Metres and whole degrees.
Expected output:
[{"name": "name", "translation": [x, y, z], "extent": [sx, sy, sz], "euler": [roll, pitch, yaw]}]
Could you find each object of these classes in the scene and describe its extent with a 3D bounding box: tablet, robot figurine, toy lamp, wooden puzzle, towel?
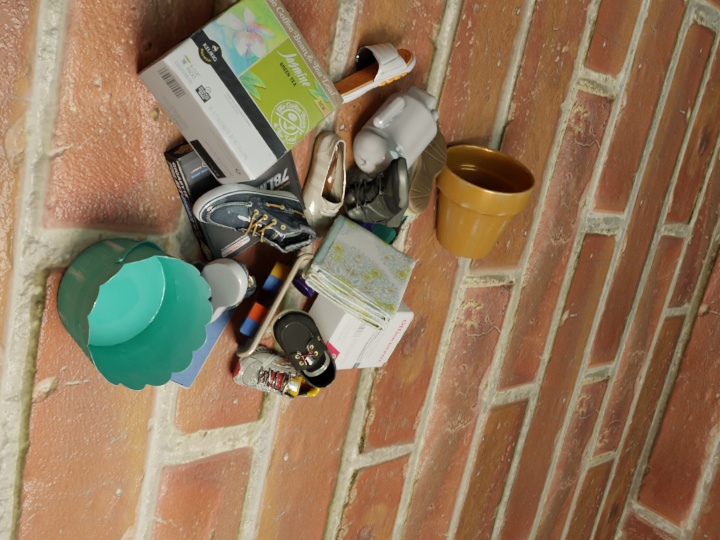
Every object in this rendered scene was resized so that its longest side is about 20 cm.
[{"name": "tablet", "translation": [-0.284, 0.092, 1.231], "extent": [0.130, 0.014, 0.201], "euler": [36, 80, -47]}, {"name": "robot figurine", "translation": [0.063, -0.244, 1.350], "extent": [0.200, 0.112, 0.170], "euler": [-51, 151, -16]}, {"name": "toy lamp", "translation": [-0.044, -0.036, 1.380], "extent": [0.200, 0.058, 0.058], "euler": [-49, 135, -18]}, {"name": "wooden puzzle", "translation": [-0.157, 0.049, 1.249], "extent": [0.046, 0.185, 0.201], "euler": [33, 84, -7]}, {"name": "towel", "translation": [0.000, 0.000, 1.286], "extent": [0.048, 0.170, 0.201], "euler": [-53, -173, 38]}]

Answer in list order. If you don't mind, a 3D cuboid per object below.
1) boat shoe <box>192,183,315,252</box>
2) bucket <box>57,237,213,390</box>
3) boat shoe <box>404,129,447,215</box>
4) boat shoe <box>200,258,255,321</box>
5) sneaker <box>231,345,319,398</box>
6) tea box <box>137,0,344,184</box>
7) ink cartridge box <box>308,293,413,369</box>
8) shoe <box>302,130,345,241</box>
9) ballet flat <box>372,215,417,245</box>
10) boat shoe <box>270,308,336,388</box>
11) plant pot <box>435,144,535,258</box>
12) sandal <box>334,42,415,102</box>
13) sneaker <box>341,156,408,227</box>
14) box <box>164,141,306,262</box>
[{"name": "boat shoe", "translation": [-0.157, -0.078, 1.140], "extent": [0.199, 0.091, 0.071], "euler": [-5, 141, -45]}, {"name": "bucket", "translation": [-0.331, 0.055, 1.077], "extent": [0.206, 0.134, 0.209], "euler": [-21, 123, -37]}, {"name": "boat shoe", "translation": [0.113, -0.194, 1.435], "extent": [0.073, 0.062, 0.201], "euler": [41, 57, -28]}, {"name": "boat shoe", "translation": [-0.200, 0.014, 1.146], "extent": [0.091, 0.200, 0.071], "euler": [-37, 91, -33]}, {"name": "sneaker", "translation": [-0.150, 0.192, 1.360], "extent": [0.199, 0.082, 0.079], "euler": [15, 97, -47]}, {"name": "tea box", "translation": [-0.169, -0.263, 1.058], "extent": [0.197, 0.133, 0.201], "euler": [-46, 114, -22]}, {"name": "ink cartridge box", "translation": [-0.012, 0.113, 1.434], "extent": [0.199, 0.083, 0.146], "euler": [4, 125, -46]}, {"name": "shoe", "translation": [-0.063, -0.146, 1.313], "extent": [0.069, 0.053, 0.202], "euler": [-6, 112, -43]}, {"name": "ballet flat", "translation": [0.058, -0.078, 1.456], "extent": [0.200, 0.075, 0.064], "euler": [-45, 149, -17]}, {"name": "boat shoe", "translation": [-0.092, 0.135, 1.264], "extent": [0.073, 0.063, 0.202], "euler": [-33, 141, -6]}, {"name": "plant pot", "translation": [0.240, -0.134, 1.538], "extent": [0.199, 0.200, 0.185], "euler": [-18, 136, -38]}, {"name": "sandal", "translation": [0.014, -0.354, 1.278], "extent": [0.206, 0.079, 0.060], "euler": [-36, 133, -26]}, {"name": "sneaker", "translation": [0.027, -0.135, 1.297], "extent": [0.113, 0.200, 0.077], "euler": [2, 72, -7]}, {"name": "box", "translation": [-0.194, -0.140, 1.192], "extent": [0.199, 0.049, 0.200], "euler": [-35, 129, -28]}]
